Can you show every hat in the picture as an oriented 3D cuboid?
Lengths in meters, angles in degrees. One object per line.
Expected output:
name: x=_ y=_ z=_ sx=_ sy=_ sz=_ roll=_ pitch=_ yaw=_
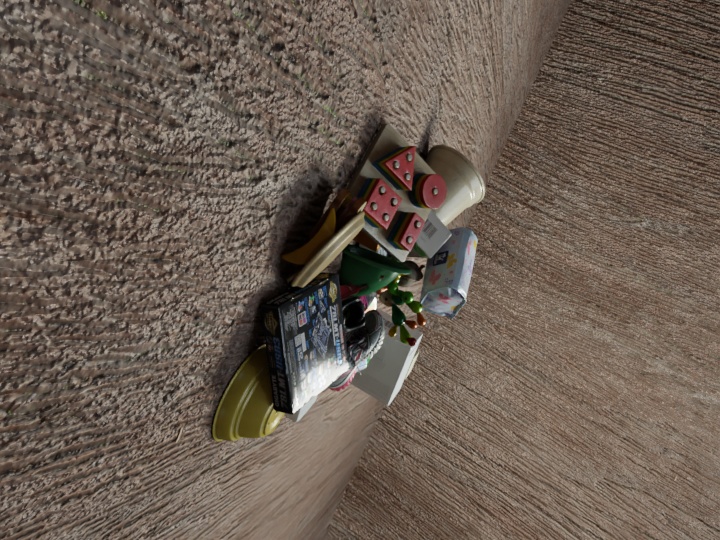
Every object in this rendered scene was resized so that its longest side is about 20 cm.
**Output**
hat: x=-0.009 y=0.051 z=1.279 sx=0.165 sy=0.195 sz=0.181 roll=-23 pitch=132 yaw=-78

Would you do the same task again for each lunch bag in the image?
lunch bag: x=0.221 y=0.002 z=1.529 sx=0.201 sy=0.124 sz=0.174 roll=111 pitch=-6 yaw=-68

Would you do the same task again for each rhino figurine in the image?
rhino figurine: x=0.116 y=0.003 z=1.525 sx=0.199 sy=0.085 sz=0.061 roll=-15 pitch=124 yaw=-71

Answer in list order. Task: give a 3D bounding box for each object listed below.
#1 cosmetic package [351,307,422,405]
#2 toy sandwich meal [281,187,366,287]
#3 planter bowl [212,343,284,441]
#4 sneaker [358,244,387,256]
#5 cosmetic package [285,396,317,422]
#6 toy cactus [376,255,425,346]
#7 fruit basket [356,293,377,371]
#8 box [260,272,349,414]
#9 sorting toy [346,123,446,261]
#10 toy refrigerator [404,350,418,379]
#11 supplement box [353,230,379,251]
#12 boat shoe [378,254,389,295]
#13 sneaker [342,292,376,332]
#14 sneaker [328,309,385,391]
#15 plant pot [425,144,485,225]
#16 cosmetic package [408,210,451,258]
cosmetic package: x=0.047 y=0.238 z=1.750 sx=0.123 sy=0.196 sz=0.204 roll=-33 pitch=147 yaw=-63
toy sandwich meal: x=-0.066 y=-0.058 z=1.080 sx=0.205 sy=0.070 sz=0.205 roll=-45 pitch=179 yaw=-1
planter bowl: x=-0.186 y=0.248 z=1.143 sx=0.203 sy=0.082 sz=0.202 roll=-57 pitch=164 yaw=-26
sneaker: x=0.000 y=0.000 z=1.429 sx=0.092 sy=0.074 sz=0.205 roll=-25 pitch=138 yaw=-62
cosmetic package: x=-0.125 y=0.224 z=1.352 sx=0.102 sy=0.073 sz=0.204 roll=-43 pitch=156 yaw=-55
toy cactus: x=0.075 y=0.069 z=1.396 sx=0.100 sy=0.205 sz=0.165 roll=-21 pitch=-174 yaw=-16
fruit basket: x=-0.032 y=0.154 z=1.433 sx=0.182 sy=0.093 sz=0.205 roll=-16 pitch=129 yaw=-34
box: x=-0.098 y=0.129 z=1.128 sx=0.198 sy=0.048 sz=0.206 roll=-31 pitch=119 yaw=-56
sorting toy: x=0.081 y=-0.153 z=1.221 sx=0.199 sy=0.069 sz=0.202 roll=38 pitch=75 yaw=-33
toy refrigerator: x=0.071 y=0.243 z=1.849 sx=0.070 sy=0.197 sz=0.078 roll=-29 pitch=146 yaw=-64
supplement box: x=0.060 y=-0.158 z=1.363 sx=0.201 sy=0.072 sz=0.128 roll=-51 pitch=161 yaw=-42
boat shoe: x=0.047 y=-0.018 z=1.563 sx=0.073 sy=0.071 sz=0.203 roll=-54 pitch=157 yaw=-41
sneaker: x=-0.012 y=0.082 z=1.330 sx=0.199 sy=0.086 sz=0.076 roll=-37 pitch=116 yaw=-44
sneaker: x=-0.015 y=0.173 z=1.347 sx=0.202 sy=0.079 sz=0.075 roll=-56 pitch=149 yaw=-14
plant pot: x=0.206 y=-0.202 z=1.649 sx=0.184 sy=0.199 sz=0.202 roll=-46 pitch=161 yaw=-17
cosmetic package: x=0.134 y=-0.097 z=1.496 sx=0.085 sy=0.108 sz=0.200 roll=-46 pitch=-170 yaw=-9
